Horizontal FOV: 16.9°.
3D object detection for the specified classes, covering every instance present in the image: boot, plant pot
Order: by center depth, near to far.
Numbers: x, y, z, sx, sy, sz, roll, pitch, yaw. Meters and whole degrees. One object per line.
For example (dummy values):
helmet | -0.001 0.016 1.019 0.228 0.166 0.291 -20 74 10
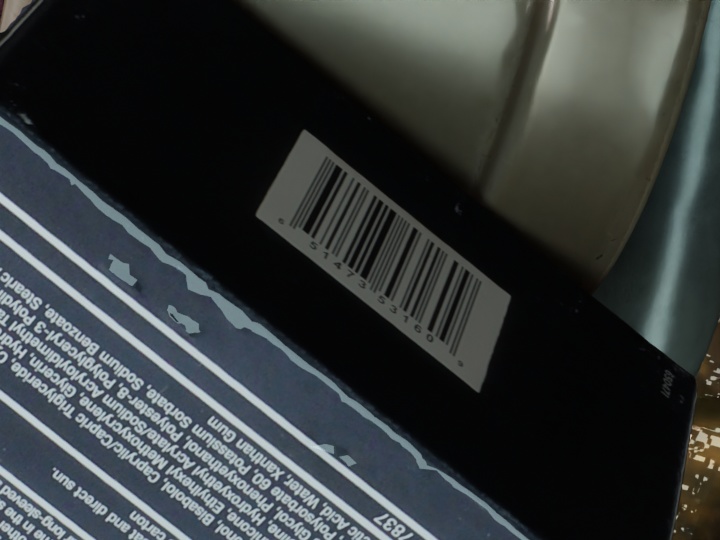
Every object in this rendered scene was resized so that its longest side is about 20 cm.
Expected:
plant pot | -0.006 -0.099 0.688 0.174 0.200 0.200 12 116 -10
boot | 0.105 -0.057 0.714 0.072 0.182 0.200 17 106 -10

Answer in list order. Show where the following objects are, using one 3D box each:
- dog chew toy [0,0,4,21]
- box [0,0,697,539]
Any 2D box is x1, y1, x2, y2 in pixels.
dog chew toy | -0.155 -0.099 0.808 0.124 0.125 0.200 -36 113 21
box | -0.056 0.055 0.626 0.200 0.123 0.198 39 119 -8
